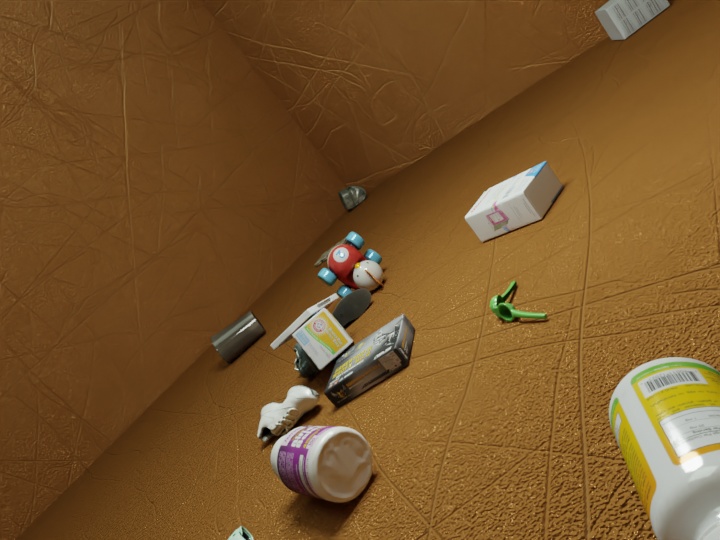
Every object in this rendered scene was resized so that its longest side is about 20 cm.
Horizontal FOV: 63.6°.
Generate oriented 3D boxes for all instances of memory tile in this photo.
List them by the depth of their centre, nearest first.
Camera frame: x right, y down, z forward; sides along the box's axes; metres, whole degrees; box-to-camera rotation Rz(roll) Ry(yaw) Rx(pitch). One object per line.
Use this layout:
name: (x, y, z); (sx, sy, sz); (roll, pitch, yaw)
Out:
memory tile: (-0.146, -0.098, 2.990); (0.199, 0.017, 0.154); (-35, 13, 27)

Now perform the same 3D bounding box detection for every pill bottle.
pill bottle: (0.273, 0.163, 0.451); (0.111, 0.111, 0.200); (-35, 13, 20)
pill bottle: (-0.074, 0.316, 0.967); (0.112, 0.113, 0.199); (-47, 14, -32)

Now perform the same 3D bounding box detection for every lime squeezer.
lime squeezer: (0.272, 0.066, 1.041); (0.070, 0.038, 0.200); (-7, 14, 2)

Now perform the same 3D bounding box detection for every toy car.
toy car: (0.000, 0.000, 1.829); (0.185, 0.177, 0.200); (-52, 27, -11)

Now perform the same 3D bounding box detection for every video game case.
video game case: (-0.139, 0.128, 1.488); (0.143, 0.017, 0.200); (-44, -6, 19)

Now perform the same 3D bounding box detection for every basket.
basket: (-0.512, 0.277, 2.456); (0.199, 0.136, 0.180); (-37, 6, -6)

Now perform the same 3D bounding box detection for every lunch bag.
lunch bag: (-0.050, -0.507, 3.950); (0.167, 0.140, 0.200); (-24, 11, -4)

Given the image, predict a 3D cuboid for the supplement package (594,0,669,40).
supplement package: (1.103, -1.067, 2.371); (0.199, 0.147, 0.191); (-35, 12, 19)

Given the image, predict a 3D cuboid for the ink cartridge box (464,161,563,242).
ink cartridge box: (0.376, -0.167, 1.437); (0.145, 0.085, 0.199); (-47, 15, -34)

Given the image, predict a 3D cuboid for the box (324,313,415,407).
box: (0.023, 0.195, 1.273); (0.199, 0.048, 0.159); (-35, 13, 22)

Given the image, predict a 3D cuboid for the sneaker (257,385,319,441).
sneaker: (-0.165, 0.334, 1.335); (0.200, 0.074, 0.087); (-40, 21, 33)

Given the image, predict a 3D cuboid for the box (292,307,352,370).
box: (-0.090, 0.169, 1.454); (0.101, 0.113, 0.200); (-40, -3, -4)

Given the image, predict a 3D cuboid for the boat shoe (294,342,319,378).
boat shoe: (-0.161, 0.247, 1.602); (0.062, 0.073, 0.200); (-38, 16, -12)

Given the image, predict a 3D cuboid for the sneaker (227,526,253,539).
sneaker: (-0.228, 0.475, 0.940); (0.199, 0.074, 0.119); (-12, 34, 46)

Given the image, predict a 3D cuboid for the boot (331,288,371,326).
boot: (-0.050, 0.129, 1.720); (0.200, 0.074, 0.075); (-44, 2, -10)
